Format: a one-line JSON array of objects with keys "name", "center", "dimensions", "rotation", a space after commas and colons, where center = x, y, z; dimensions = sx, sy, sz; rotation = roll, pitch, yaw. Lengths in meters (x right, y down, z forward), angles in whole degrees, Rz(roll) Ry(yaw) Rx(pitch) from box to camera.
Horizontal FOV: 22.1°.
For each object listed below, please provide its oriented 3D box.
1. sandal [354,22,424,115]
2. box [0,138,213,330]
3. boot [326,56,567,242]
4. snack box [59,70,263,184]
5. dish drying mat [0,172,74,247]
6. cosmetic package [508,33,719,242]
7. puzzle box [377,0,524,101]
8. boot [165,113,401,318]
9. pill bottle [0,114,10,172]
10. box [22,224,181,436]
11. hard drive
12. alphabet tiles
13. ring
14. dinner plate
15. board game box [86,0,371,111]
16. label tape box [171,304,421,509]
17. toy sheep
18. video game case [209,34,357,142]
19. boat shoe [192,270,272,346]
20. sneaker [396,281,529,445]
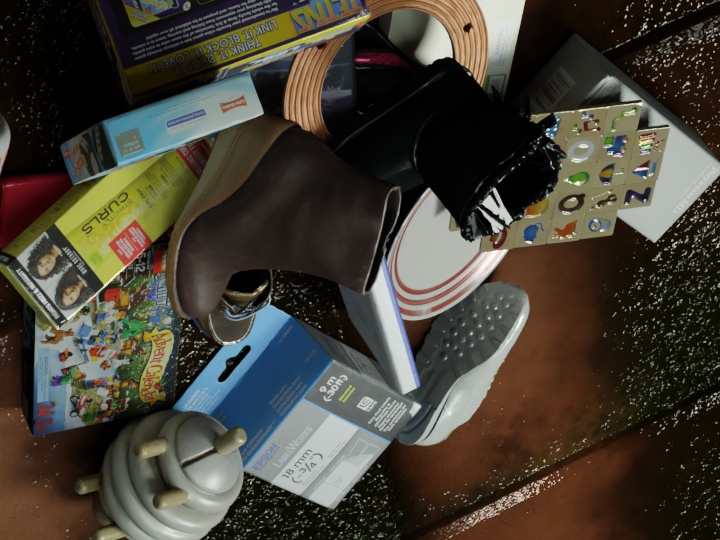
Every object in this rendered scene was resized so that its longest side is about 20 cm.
[{"name": "sandal", "center": [0.014, -0.161, 1.577], "dimensions": [0.199, 0.045, 0.075], "rotation": [27, 119, -21]}, {"name": "box", "center": [-0.204, -0.046, 1.520], "dimensions": [0.200, 0.050, 0.076], "rotation": [-43, 114, -16]}, {"name": "boot", "center": [0.060, -0.076, 1.492], "dimensions": [0.198, 0.163, 0.073], "rotation": [-41, 135, -2]}, {"name": "snack box", "center": [-0.155, -0.106, 1.400], "dimensions": [0.115, 0.200, 0.037], "rotation": [-21, 95, -17]}, {"name": "dish drying mat", "center": [-0.215, -0.057, 1.575], "dimensions": [0.198, 0.018, 0.077], "rotation": [-6, 131, -27]}, {"name": "cosmetic package", "center": [0.240, -0.122, 1.734], "dimensions": [0.199, 0.090, 0.107], "rotation": [30, 109, -37]}, {"name": "puzzle box", "center": [0.073, -0.192, 1.630], "dimensions": [0.132, 0.025, 0.202], "rotation": [-7, 127, -25]}, {"name": "boot", "center": [-0.066, -0.017, 1.491], "dimensions": [0.072, 0.166, 0.201], "rotation": [-24, 139, -58]}, {"name": "pill bottle", "center": [-0.351, -0.038, 1.450], "dimensions": [0.109, 0.110, 0.201], "rotation": [5, 121, -32]}, {"name": "box", "center": [-0.227, 0.050, 1.624], "dimensions": [0.135, 0.038, 0.201], "rotation": [-10, 133, -22]}, {"name": "hard drive", "center": [0.000, 0.000, 1.660], "dimensions": [0.025, 0.132, 0.201], "rotation": [-25, 132, -9]}, {"name": "alphabet tiles", "center": [0.180, -0.084, 1.677], "dimensions": [0.198, 0.006, 0.167], "rotation": [-8, 138, -12]}, {"name": "ring", "center": [0.020, -0.160, 1.531], "dimensions": [0.199, 0.019, 0.202], "rotation": [-19, 130, -24]}, {"name": "dinner plate", "center": [0.089, -0.041, 1.725], "dimensions": [0.199, 0.024, 0.201], "rotation": [-34, 145, -28]}, {"name": "board game box", "center": [-0.113, -0.234, 1.408], "dimensions": [0.198, 0.057, 0.167], "rotation": [-21, 89, -13]}, {"name": "label tape box", "center": [-0.060, 0.134, 1.776], "dimensions": [0.199, 0.063, 0.144], "rotation": [30, 106, -41]}, {"name": "toy sheep", "center": [-0.176, 0.191, 1.699], "dimensions": [0.199, 0.139, 0.137], "rotation": [-26, 143, 37]}, {"name": "video game case", "center": [-0.075, -0.177, 1.525], "dimensions": [0.141, 0.019, 0.201], "rotation": [-1, 129, 2]}, {"name": "boat shoe", "center": [-0.116, 0.006, 1.629], "dimensions": [0.072, 0.073, 0.201], "rotation": [-21, 141, -18]}, {"name": "sneaker", "center": [0.106, 0.093, 1.843], "dimensions": [0.080, 0.077, 0.200], "rotation": [15, 121, -49]}]
